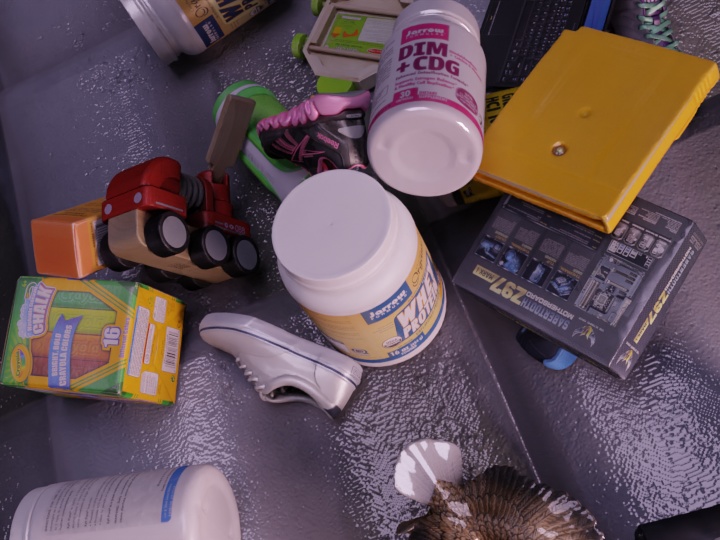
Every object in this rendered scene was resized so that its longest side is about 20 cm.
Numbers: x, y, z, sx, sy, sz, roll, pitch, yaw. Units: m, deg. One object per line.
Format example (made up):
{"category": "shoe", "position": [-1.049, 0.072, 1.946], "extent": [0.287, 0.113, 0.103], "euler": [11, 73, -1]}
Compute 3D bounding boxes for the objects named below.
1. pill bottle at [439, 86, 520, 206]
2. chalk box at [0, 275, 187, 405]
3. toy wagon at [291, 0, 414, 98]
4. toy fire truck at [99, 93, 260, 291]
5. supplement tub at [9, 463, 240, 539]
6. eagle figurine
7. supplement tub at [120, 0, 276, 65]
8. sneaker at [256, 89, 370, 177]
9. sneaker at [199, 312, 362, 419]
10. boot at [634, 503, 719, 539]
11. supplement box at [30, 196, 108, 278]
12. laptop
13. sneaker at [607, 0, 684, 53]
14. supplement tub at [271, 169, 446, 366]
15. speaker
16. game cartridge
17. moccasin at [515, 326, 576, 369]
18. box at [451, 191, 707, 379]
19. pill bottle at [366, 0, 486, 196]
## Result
{"category": "pill bottle", "position": [0.175, -0.143, 1.183], "extent": [0.199, 0.113, 0.113], "euler": [-12, 60, 13]}
{"category": "chalk box", "position": [-0.315, 0.079, 1.215], "extent": [0.199, 0.124, 0.125], "euler": [1, 78, 19]}
{"category": "toy wagon", "position": [-0.009, -0.280, 1.363], "extent": [0.155, 0.040, 0.201], "euler": [13, 69, 25]}
{"category": "toy fire truck", "position": [-0.190, -0.096, 1.221], "extent": [0.128, 0.176, 0.201], "euler": [-16, 69, 34]}
{"category": "supplement tub", "position": [-0.234, 0.271, 1.095], "extent": [0.199, 0.132, 0.132], "euler": [-9, 61, 14]}
{"category": "eagle figurine", "position": [0.115, 0.250, 0.979], "extent": [0.150, 0.200, 0.152], "euler": [7, 99, -19]}
{"category": "supplement tub", "position": [-0.208, -0.374, 1.418], "extent": [0.200, 0.144, 0.145], "euler": [-35, 58, -1]}
{"category": "sneaker", "position": [-0.048, -0.127, 1.141], "extent": [0.079, 0.200, 0.096], "euler": [-15, 93, -26]}
{"category": "sneaker", "position": [-0.098, 0.102, 1.172], "extent": [0.199, 0.073, 0.071], "euler": [17, 66, 25]}
{"category": "boot", "position": [0.323, 0.210, 0.967], "extent": [0.167, 0.076, 0.201], "euler": [-17, 65, 6]}
{"category": "supplement box", "position": [-0.283, -0.050, 1.247], "extent": [0.066, 0.200, 0.069], "euler": [5, 106, 27]}
{"category": "laptop", "position": [0.216, -0.308, 1.250], "extent": [0.199, 0.103, 0.178], "euler": [8, 65, 30]}
{"category": "sneaker", "position": [0.318, -0.262, 1.204], "extent": [0.074, 0.088, 0.201], "euler": [-15, 58, -9]}
{"category": "supplement tub", "position": [0.000, 0.000, 1.116], "extent": [0.144, 0.200, 0.145], "euler": [-8, 61, 15]}
{"category": "speaker", "position": [-0.096, -0.143, 1.293], "extent": [0.088, 0.089, 0.200], "euler": [-40, 58, -5]}
{"category": "game cartridge", "position": [0.226, -0.146, 1.071], "extent": [0.176, 0.032, 0.200], "euler": [28, 72, 38]}
{"category": "moccasin", "position": [0.227, 0.003, 1.110], "extent": [0.068, 0.081, 0.200], "euler": [29, 74, 33]}
{"category": "box", "position": [0.208, -0.009, 1.056], "extent": [0.200, 0.051, 0.158], "euler": [29, 87, 39]}
{"category": "pill bottle", "position": [0.071, -0.181, 1.100], "extent": [0.113, 0.114, 0.201], "euler": [-7, 45, 15]}
